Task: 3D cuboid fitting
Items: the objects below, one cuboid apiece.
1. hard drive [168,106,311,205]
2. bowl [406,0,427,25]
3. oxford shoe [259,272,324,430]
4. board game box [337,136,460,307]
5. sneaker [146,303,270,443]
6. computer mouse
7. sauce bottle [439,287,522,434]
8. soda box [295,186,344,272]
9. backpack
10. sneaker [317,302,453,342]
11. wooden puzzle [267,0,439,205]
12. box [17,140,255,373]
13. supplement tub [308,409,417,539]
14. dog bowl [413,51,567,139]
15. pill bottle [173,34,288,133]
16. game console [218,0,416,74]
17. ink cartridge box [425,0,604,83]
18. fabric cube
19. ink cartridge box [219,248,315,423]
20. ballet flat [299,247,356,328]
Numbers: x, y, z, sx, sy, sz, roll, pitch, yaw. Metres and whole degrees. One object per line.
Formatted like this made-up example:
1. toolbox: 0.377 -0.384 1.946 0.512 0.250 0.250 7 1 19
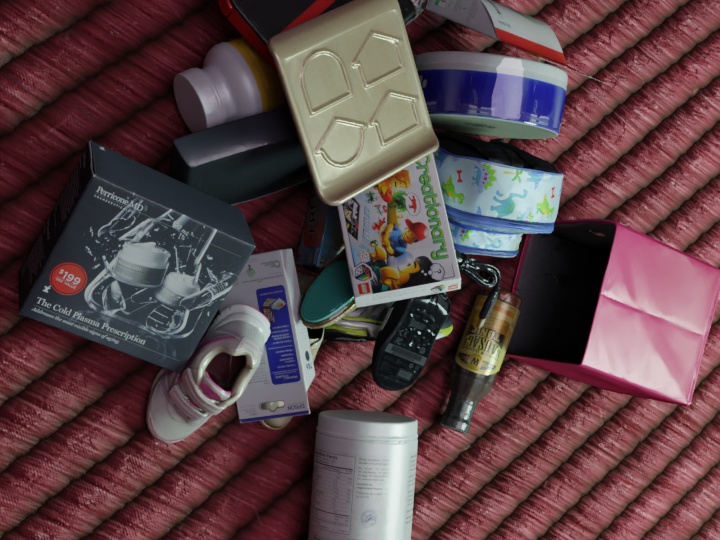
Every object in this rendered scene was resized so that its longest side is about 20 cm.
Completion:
1. hard drive: -0.129 -0.132 1.391 0.200 0.135 0.042 -18 66 -23
2. bowl: 0.035 -0.408 1.489 0.200 0.094 0.201 -1 92 -28
3. oxford shoe: -0.087 0.101 1.451 0.071 0.074 0.200 10 87 -28
4. board game box: 0.038 -0.063 1.395 0.126 0.035 0.200 -11 67 -2
5. sneaker: -0.184 0.131 1.365 0.081 0.088 0.200 34 108 -16
6. computer mouse: 0.092 0.061 1.468 0.140 0.046 0.200 17 100 -32
7. sauce bottle: 0.161 0.122 1.585 0.066 0.066 0.200 24 79 -26
8. soda box: -0.021 -0.093 1.486 0.068 0.064 0.200 16 83 -28
9. backpack: 0.154 -0.095 1.498 0.183 0.200 0.147 4 101 -29
10. sneaker: 0.037 0.053 1.517 0.200 0.074 0.081 6 80 -34
11. wooden puzzle: -0.010 -0.199 1.347 0.185 0.046 0.200 -31 111 -31
12. box: -0.252 -0.013 1.308 0.200 0.104 0.182 24 108 -26
13. supplement tub: 0.003 0.282 1.472 0.132 0.132 0.200 5 89 -27
14. dog bowl: 0.161 -0.222 1.499 0.200 0.200 0.079 7 92 -27
15. pill bottle: -0.117 -0.231 1.404 0.200 0.112 0.112 -26 103 -25
16. game console: -0.051 -0.315 1.377 0.177 0.031 0.200 48 66 -10
17. ink cartridge box: 0.206 -0.307 1.501 0.161 0.200 0.050 6 110 -48
18. fabric cube: 0.339 0.056 1.602 0.199 0.196 0.200 20 82 -26
19. ink cartridge box: -0.115 0.079 1.415 0.039 0.099 0.200 -8 89 -69
20. ballet flat: 0.000 0.000 1.429 0.200 0.070 0.065 -53 150 -16
